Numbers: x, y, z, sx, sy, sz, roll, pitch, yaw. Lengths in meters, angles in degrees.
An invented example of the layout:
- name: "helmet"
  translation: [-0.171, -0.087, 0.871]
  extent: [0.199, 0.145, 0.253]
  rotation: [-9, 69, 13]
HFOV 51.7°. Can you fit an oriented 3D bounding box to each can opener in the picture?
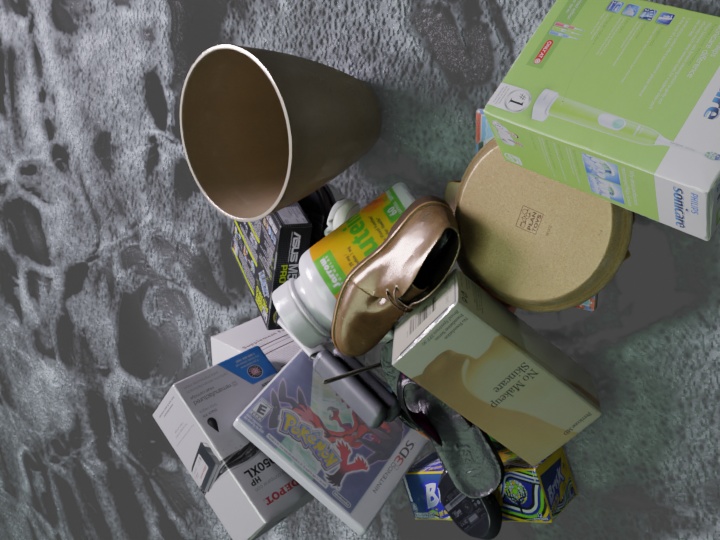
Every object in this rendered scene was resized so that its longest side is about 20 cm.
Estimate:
- name: "can opener"
  translation: [-0.025, 0.101, 0.902]
  extent: [0.200, 0.053, 0.067]
  rotation: [41, 122, 30]

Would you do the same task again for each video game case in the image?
- name: "video game case"
  translation: [-0.024, 0.190, 0.917]
  extent: [0.200, 0.182, 0.023]
  rotation: [39, 141, 6]

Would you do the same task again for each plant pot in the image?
- name: "plant pot"
  translation: [-0.074, -0.170, 0.865]
  extent: [0.187, 0.200, 0.188]
  rotation: [16, 116, 38]

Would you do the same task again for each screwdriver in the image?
- name: "screwdriver"
  translation: [0.015, 0.112, 0.873]
  extent: [0.029, 0.199, 0.028]
  rotation: [-4, 92, 40]

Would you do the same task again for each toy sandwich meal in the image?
- name: "toy sandwich meal"
  translation: [0.179, -0.050, 0.746]
  extent: [0.204, 0.070, 0.206]
  rotation: [6, 100, 37]

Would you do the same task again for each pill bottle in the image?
- name: "pill bottle"
  translation: [0.000, 0.000, 0.855]
  extent: [0.200, 0.111, 0.111]
  rotation: [-36, 77, 8]

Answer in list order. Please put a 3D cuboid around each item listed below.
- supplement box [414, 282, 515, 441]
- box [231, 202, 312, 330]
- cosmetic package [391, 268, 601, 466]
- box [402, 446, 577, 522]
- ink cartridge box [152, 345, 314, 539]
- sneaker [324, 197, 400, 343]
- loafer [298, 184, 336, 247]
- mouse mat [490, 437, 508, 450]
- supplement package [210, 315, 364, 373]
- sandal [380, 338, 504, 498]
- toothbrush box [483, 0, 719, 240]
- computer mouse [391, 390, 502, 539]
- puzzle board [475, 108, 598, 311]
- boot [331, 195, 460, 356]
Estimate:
- name: "supplement box"
  translation: [0.119, 0.111, 0.867]
  extent: [0.069, 0.066, 0.201]
  rotation: [31, 126, 27]
- name: "box"
  translation: [-0.126, -0.043, 1.009]
  extent: [0.200, 0.044, 0.161]
  rotation: [-124, 37, -49]
- name: "cosmetic package"
  translation: [0.140, 0.103, 0.769]
  extent: [0.200, 0.071, 0.105]
  rotation: [36, 116, -13]
- name: "box"
  translation: [0.148, 0.255, 0.887]
  extent: [0.199, 0.070, 0.065]
  rotation: [-17, 91, 43]
- name: "ink cartridge box"
  translation: [-0.138, 0.215, 0.930]
  extent: [0.200, 0.144, 0.084]
  rotation: [52, 131, 14]
- name: "sneaker"
  translation: [0.008, 0.003, 0.947]
  extent: [0.081, 0.075, 0.201]
  rotation: [4, 115, 34]
- name: "loafer"
  translation: [-0.069, -0.020, 1.009]
  extent: [0.072, 0.063, 0.201]
  rotation: [18, 116, 39]
- name: "mouse mat"
  translation: [0.128, 0.157, 0.927]
  extent: [0.199, 0.008, 0.162]
  rotation: [29, 122, 32]
- name: "supplement package"
  translation: [-0.106, 0.159, 1.066]
  extent: [0.199, 0.119, 0.122]
  rotation: [18, 117, 38]
- name: "sandal"
  translation: [0.087, 0.154, 0.813]
  extent: [0.075, 0.048, 0.201]
  rotation: [-42, 68, 18]
- name: "toothbrush box"
  translation: [0.230, -0.138, 0.622]
  extent: [0.199, 0.086, 0.146]
  rotation: [28, 80, 34]
- name: "computer mouse"
  translation: [0.099, 0.216, 0.857]
  extent: [0.059, 0.034, 0.200]
  rotation: [-49, 62, 35]
- name: "puzzle board"
  translation: [0.184, -0.066, 0.789]
  extent: [0.150, 0.017, 0.201]
  rotation: [13, 113, 40]
- name: "boot"
  translation: [0.033, 0.020, 0.767]
  extent: [0.200, 0.073, 0.076]
  rotation: [-56, 26, 20]
